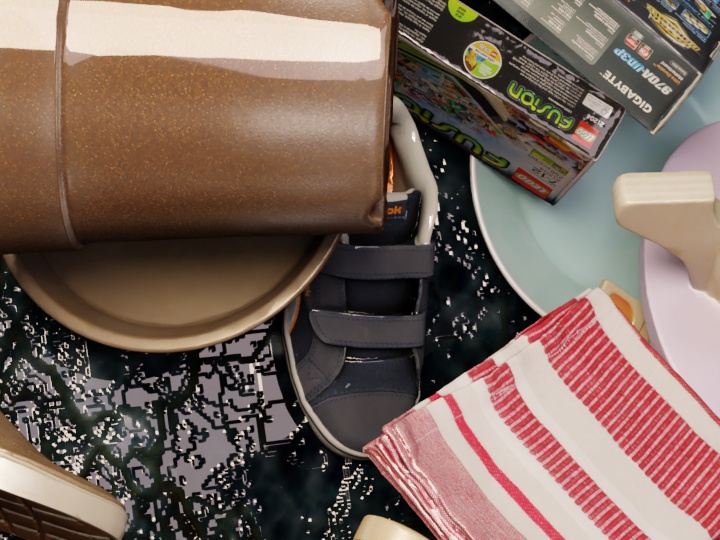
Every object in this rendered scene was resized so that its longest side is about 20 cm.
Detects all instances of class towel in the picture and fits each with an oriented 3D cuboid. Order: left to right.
[{"bbox_3d":[0.110,0.096,1.064,0.144,0.023,0.199,48,44,12],"label":"towel"}]

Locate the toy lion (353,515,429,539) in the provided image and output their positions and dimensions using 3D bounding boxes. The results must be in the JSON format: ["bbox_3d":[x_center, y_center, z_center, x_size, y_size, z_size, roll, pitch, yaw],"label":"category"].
[{"bbox_3d":[0.073,0.208,1.086,0.190,0.200,0.069,25,73,7],"label":"toy lion"}]

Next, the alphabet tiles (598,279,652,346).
[{"bbox_3d":[0.171,0.104,1.210,0.166,0.006,0.201,32,79,-17],"label":"alphabet tiles"}]

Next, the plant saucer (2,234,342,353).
[{"bbox_3d":[-0.096,-0.052,1.119,0.198,0.029,0.202,-2,73,8],"label":"plant saucer"}]

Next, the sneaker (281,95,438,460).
[{"bbox_3d":[0.000,0.000,1.153,0.078,0.079,0.202,-3,84,-18],"label":"sneaker"}]

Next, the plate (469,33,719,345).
[{"bbox_3d":[0.152,-0.052,1.235,0.198,0.026,0.202,3,81,-17],"label":"plate"}]

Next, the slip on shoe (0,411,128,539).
[{"bbox_3d":[-0.205,0.081,1.084,0.199,0.076,0.061,22,64,-7],"label":"slip on shoe"}]

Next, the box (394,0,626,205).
[{"bbox_3d":[0.039,-0.112,1.147,0.199,0.110,0.035,32,77,1],"label":"box"}]

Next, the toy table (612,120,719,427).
[{"bbox_3d":[0.220,-0.014,1.141,0.182,0.117,0.201,-12,63,-8],"label":"toy table"}]

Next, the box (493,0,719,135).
[{"bbox_3d":[0.113,-0.175,1.167,0.200,0.046,0.159,40,29,1],"label":"box"}]

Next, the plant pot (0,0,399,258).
[{"bbox_3d":[-0.081,-0.096,1.024,0.196,0.200,0.202,4,80,2],"label":"plant pot"}]
